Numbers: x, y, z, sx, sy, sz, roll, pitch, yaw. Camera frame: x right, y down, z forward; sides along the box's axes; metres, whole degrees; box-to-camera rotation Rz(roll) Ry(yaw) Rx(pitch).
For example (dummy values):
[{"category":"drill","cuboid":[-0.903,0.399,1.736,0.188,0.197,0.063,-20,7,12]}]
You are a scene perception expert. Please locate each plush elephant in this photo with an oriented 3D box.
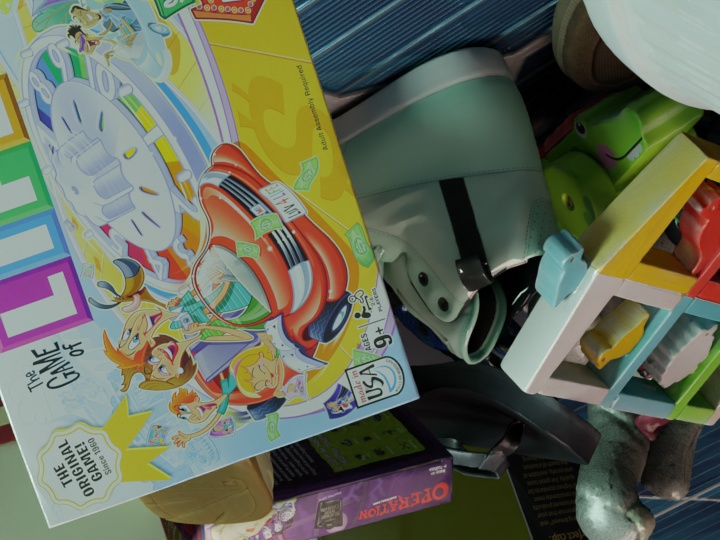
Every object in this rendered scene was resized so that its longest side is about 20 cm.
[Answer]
[{"category":"plush elephant","cuboid":[0.192,0.036,1.245,0.154,0.165,0.200,-2,-151,21]}]

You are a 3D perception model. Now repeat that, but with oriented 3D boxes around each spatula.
[{"category":"spatula","cuboid":[0.044,-0.042,1.146,0.056,0.021,0.200,-9,158,-48]}]

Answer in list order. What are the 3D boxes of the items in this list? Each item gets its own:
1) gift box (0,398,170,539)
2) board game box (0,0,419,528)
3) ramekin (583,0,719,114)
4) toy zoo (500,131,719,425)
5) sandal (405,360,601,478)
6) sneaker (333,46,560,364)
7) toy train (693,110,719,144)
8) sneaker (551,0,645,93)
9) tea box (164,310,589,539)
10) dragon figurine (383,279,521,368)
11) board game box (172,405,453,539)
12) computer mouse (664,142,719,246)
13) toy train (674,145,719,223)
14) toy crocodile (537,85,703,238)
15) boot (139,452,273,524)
[{"category":"gift box","cuboid":[-0.194,0.105,1.044,0.186,0.200,0.185,-14,155,-15]},{"category":"board game box","cuboid":[-0.074,-0.030,0.802,0.134,0.201,0.034,-19,-167,-4]},{"category":"ramekin","cuboid":[0.178,-0.125,0.795,0.200,0.105,0.201,-23,134,-26]},{"category":"toy zoo","cuboid":[0.142,0.007,1.070,0.200,0.020,0.131,14,118,-52]},{"category":"sandal","cuboid":[0.038,0.076,1.139,0.076,0.043,0.200,34,161,-32]},{"category":"sneaker","cuboid":[0.000,0.000,1.065,0.200,0.119,0.074,-32,158,31]},{"category":"toy train","cuboid":[0.167,-0.099,1.085,0.046,0.034,0.200,4,155,-14]},{"category":"sneaker","cuboid":[0.142,-0.111,0.974,0.070,0.076,0.200,-10,158,-28]},{"category":"tea box","cuboid":[0.010,0.128,1.307,0.200,0.197,0.134,-4,155,-39]},{"category":"dragon figurine","cuboid":[0.056,0.035,1.216,0.059,0.100,0.200,-37,169,14]},{"category":"board game box","cuboid":[-0.054,0.062,1.107,0.120,0.200,0.032,-9,118,-23]},{"category":"computer mouse","cuboid":[0.239,-0.059,1.160,0.199,0.059,0.034,-20,-175,11]},{"category":"toy train","cuboid":[0.210,-0.087,1.081,0.200,0.042,0.056,-53,163,28]},{"category":"toy crocodile","cuboid":[0.103,-0.044,1.116,0.067,0.062,0.200,-32,172,-20]},{"category":"boot","cuboid":[-0.064,-0.006,0.945,0.073,0.156,0.200,-1,151,6]}]
